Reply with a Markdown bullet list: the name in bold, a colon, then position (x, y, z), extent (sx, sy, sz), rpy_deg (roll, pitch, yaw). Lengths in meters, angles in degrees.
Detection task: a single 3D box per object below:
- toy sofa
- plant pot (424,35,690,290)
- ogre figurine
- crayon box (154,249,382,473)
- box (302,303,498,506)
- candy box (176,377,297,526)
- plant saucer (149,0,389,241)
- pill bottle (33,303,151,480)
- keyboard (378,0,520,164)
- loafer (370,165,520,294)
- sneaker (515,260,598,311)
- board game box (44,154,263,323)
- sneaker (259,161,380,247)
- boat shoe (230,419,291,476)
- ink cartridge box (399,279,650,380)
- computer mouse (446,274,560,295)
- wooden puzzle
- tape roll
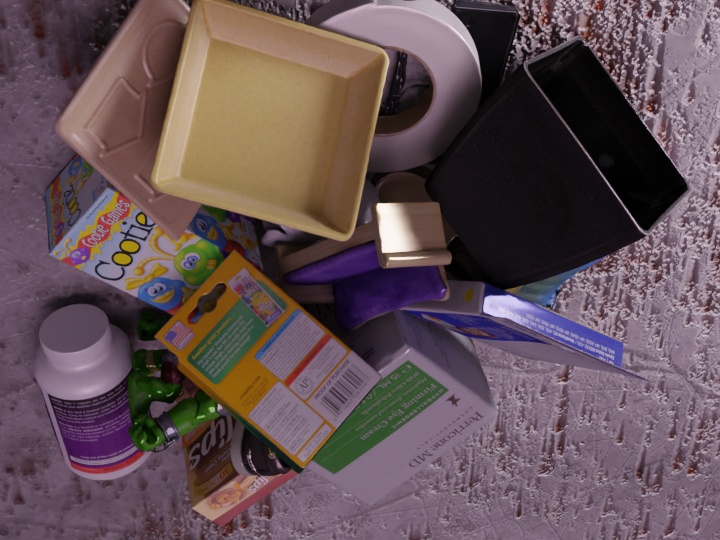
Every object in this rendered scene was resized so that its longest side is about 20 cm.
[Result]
- **toy sofa**: position (0.000, 0.000, 1.584), extent (0.083, 0.098, 0.200), rpy_deg (-1, 169, -35)
- **plant pot**: position (0.187, -0.095, 1.583), extent (0.177, 0.200, 0.200), rpy_deg (-36, 89, 30)
- **ogre figurine**: position (-0.187, 0.111, 1.692), extent (0.120, 0.200, 0.098), rpy_deg (-10, 108, 4)
- **crayon box**: position (-0.095, 0.092, 1.589), extent (0.126, 0.200, 0.052), rpy_deg (-48, 177, -16)
- **box**: position (0.010, 0.111, 1.753), extent (0.199, 0.200, 0.171), rpy_deg (-38, 131, 19)
- **candy box**: position (-0.144, 0.175, 1.773), extent (0.115, 0.200, 0.055), rpy_deg (-36, 130, 18)
- **plant saucer**: position (-0.089, -0.141, 1.499), extent (0.200, 0.200, 0.048), rpy_deg (15, 166, -14)
- **pill bottle**: position (-0.300, 0.135, 1.759), extent (0.112, 0.113, 0.200), rpy_deg (-10, 133, -4)
- **keyboard**: position (0.083, -0.193, 1.623), extent (0.127, 0.021, 0.200), rpy_deg (2, 129, -17)
- **loafer**: position (0.093, -0.043, 1.672), extent (0.200, 0.067, 0.076), rpy_deg (37, 108, 3)
- **sneaker**: position (0.212, 0.001, 1.743), extent (0.200, 0.077, 0.111), rpy_deg (-19, 129, 14)
- **board game box**: position (-0.214, -0.041, 1.629), extent (0.200, 0.105, 0.103), rpy_deg (28, 119, -33)
- **sneaker**: position (-0.074, -0.069, 1.617), extent (0.115, 0.075, 0.200), rpy_deg (-15, 163, 31)
- **boat shoe**: position (-0.083, 0.119, 1.650), extent (0.060, 0.202, 0.072), rpy_deg (-3, 158, 31)
- **ink cartridge box**: position (0.169, 0.057, 1.615), extent (0.197, 0.200, 0.047), rpy_deg (23, 78, -31)
- **computer mouse**: position (0.150, 0.004, 1.805), extent (0.200, 0.034, 0.059), rpy_deg (14, 125, -25)
- **wooden puzzle**: position (-0.195, -0.156, 1.520), extent (0.200, 0.046, 0.185), rpy_deg (48, 66, -42)
- **tape roll**: position (0.022, -0.190, 1.577), extent (0.202, 0.037, 0.203), rpy_deg (0, 130, 0)
